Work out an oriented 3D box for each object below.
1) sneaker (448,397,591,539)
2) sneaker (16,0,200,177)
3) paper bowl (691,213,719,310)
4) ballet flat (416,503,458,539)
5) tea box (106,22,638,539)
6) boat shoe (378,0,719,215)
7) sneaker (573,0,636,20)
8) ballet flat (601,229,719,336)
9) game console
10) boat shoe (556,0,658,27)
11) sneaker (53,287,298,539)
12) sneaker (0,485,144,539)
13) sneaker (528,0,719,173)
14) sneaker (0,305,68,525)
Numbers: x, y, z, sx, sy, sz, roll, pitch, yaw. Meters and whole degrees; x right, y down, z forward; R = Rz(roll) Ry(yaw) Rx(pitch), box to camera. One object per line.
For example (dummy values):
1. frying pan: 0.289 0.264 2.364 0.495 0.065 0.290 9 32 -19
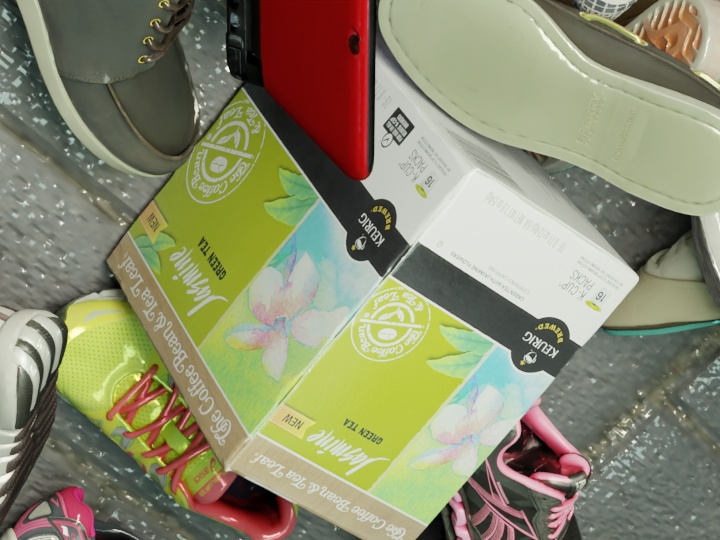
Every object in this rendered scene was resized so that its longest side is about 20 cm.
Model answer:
1. sneaker: 0.100 0.130 1.495 0.079 0.095 0.200 -60 137 -28
2. sneaker: -0.101 -0.125 1.221 0.106 0.075 0.201 -1 134 27
3. paper bowl: 0.279 -0.037 1.345 0.200 0.201 0.104 -34 172 -2
4. ballet flat: 0.030 0.153 1.510 0.066 0.057 0.200 -33 129 -3
5. tea box: 0.000 0.000 1.302 0.133 0.200 0.197 30 104 -37
6. boat shoe: 0.103 -0.092 1.239 0.200 0.061 0.072 30 114 8
7. sneaker: 0.154 -0.210 1.282 0.200 0.076 0.081 -56 168 -38
8. ballet flat: 0.223 0.000 1.454 0.199 0.070 0.070 -2 137 31
9. game console: 0.001 -0.174 1.158 0.172 0.118 0.201 -41 142 -46
10. boat shoe: 0.145 -0.169 1.351 0.199 0.065 0.072 9 132 -13
11. sneaker: -0.097 0.083 1.382 0.078 0.090 0.200 -45 127 10
12. sneaker: -0.127 0.200 1.451 0.075 0.081 0.200 -45 128 5
13. sneaker: 0.152 -0.090 1.339 0.079 0.200 0.072 12 73 -29
14. sneaker: -0.223 0.064 1.331 0.115 0.076 0.200 25 141 2
